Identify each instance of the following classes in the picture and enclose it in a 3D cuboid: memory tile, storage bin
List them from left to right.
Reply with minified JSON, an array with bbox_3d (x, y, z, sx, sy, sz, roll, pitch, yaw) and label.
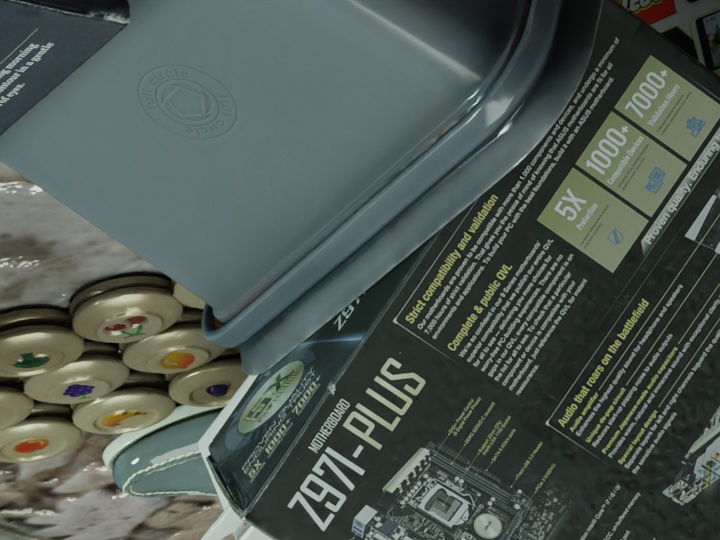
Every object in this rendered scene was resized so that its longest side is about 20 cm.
[{"bbox_3d":[-0.107,0.042,1.231,0.200,0.017,0.153,-18,156,14],"label":"memory tile"},{"bbox_3d":[-0.030,-0.085,0.855,0.134,0.146,0.200,31,140,-19],"label":"storage bin"}]

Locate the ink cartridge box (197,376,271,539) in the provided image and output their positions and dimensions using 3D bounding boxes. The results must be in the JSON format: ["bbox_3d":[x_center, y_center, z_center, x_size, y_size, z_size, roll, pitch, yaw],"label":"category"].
[{"bbox_3d":[0.003,0.073,1.239,0.200,0.068,0.115,-13,159,-28],"label":"ink cartridge box"}]

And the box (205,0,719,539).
[{"bbox_3d":[0.074,0.032,0.882,0.164,0.200,0.086,33,-177,-15],"label":"box"}]

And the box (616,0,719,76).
[{"bbox_3d":[0.186,-0.090,0.948,0.200,0.110,0.035,-22,155,25],"label":"box"}]

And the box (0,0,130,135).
[{"bbox_3d":[-0.201,-0.085,0.788,0.182,0.104,0.200,8,150,-40],"label":"box"}]

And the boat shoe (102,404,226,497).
[{"bbox_3d":[-0.026,0.096,1.333,0.199,0.062,0.073,-6,156,-13],"label":"boat shoe"}]
